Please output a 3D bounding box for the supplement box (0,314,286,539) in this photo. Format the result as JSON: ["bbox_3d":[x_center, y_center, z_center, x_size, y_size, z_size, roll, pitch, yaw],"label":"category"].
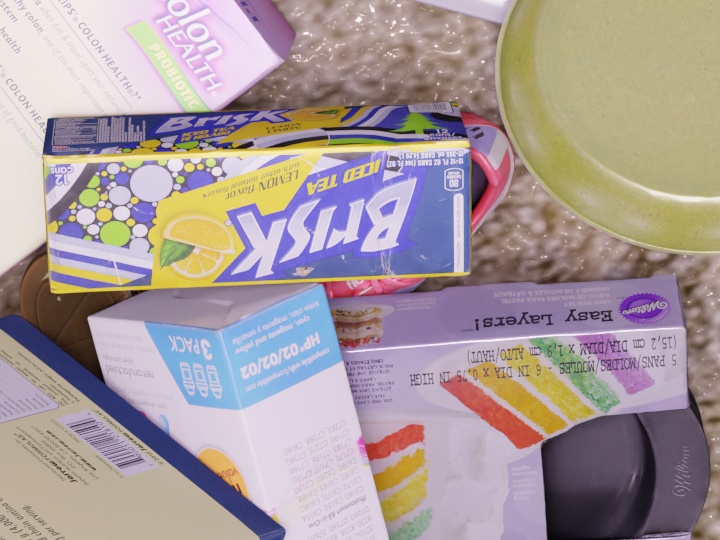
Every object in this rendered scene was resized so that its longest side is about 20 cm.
[{"bbox_3d":[-0.183,0.141,1.251,0.200,0.199,0.135,35,120,29],"label":"supplement box"}]

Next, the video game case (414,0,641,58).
[{"bbox_3d":[0.075,-0.224,1.346,0.181,0.024,0.201,15,103,-1],"label":"video game case"}]

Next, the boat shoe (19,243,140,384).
[{"bbox_3d":[-0.122,0.067,1.400,0.073,0.066,0.201,-9,115,4],"label":"boat shoe"}]

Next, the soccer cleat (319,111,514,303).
[{"bbox_3d":[0.000,0.000,1.373,0.067,0.077,0.200,44,101,-7],"label":"soccer cleat"}]

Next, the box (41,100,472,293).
[{"bbox_3d":[-0.048,-0.035,1.284,0.198,0.064,0.071,-2,112,-3],"label":"box"}]

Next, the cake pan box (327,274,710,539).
[{"bbox_3d":[0.075,0.095,1.376,0.198,0.052,0.185,-3,126,2],"label":"cake pan box"}]

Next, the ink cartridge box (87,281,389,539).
[{"bbox_3d":[-0.051,0.108,1.323,0.068,0.115,0.201,-25,107,-35],"label":"ink cartridge box"}]

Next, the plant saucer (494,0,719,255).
[{"bbox_3d":[0.166,-0.099,1.339,0.198,0.031,0.201,6,125,8],"label":"plant saucer"}]

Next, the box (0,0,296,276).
[{"bbox_3d":[-0.163,-0.121,1.343,0.199,0.097,0.176,-36,99,11],"label":"box"}]
